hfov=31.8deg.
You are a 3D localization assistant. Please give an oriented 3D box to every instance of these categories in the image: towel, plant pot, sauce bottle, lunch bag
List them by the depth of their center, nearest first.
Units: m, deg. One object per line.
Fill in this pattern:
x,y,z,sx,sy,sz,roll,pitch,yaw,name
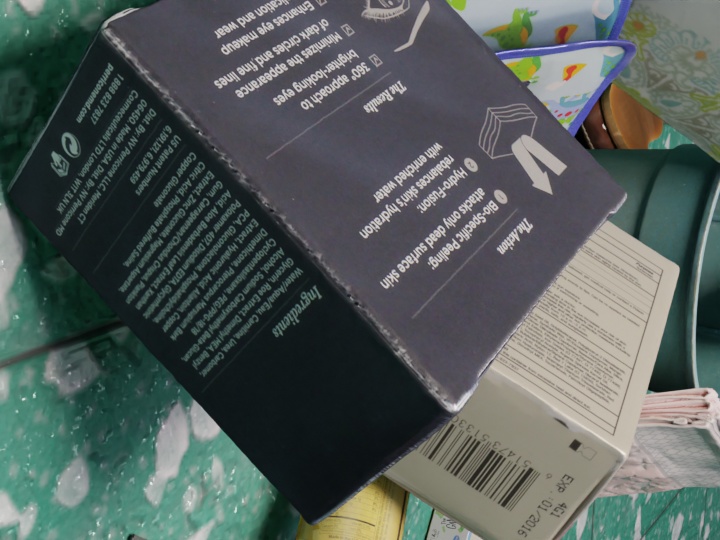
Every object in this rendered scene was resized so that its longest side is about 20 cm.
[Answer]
0.061,-0.153,0.713,0.168,0.128,0.202,-10,127,-22,lunch bag
0.223,-0.135,0.751,0.048,0.170,0.200,-59,-174,-17,towel
0.002,0.122,0.772,0.065,0.064,0.202,64,31,-46,sauce bottle
0.183,0.135,0.930,0.200,0.189,0.033,40,46,-56,towel
0.184,-0.009,0.950,0.200,0.194,0.203,-27,121,-57,plant pot

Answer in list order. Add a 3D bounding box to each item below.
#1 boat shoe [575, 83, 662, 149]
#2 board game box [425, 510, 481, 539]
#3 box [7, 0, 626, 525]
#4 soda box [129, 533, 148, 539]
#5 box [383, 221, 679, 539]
0.207,-0.119,1.067,0.200,0.070,0.071,-20,94,-68,boat shoe
0.121,0.190,1.059,0.200,0.034,0.136,42,62,-57,board game box
-0.012,-0.034,0.572,0.117,0.200,0.197,-45,178,42,box
-0.066,0.217,0.696,0.064,0.068,0.200,-66,149,-24,soda box
0.098,0.051,0.759,0.109,0.127,0.200,-60,177,37,box
